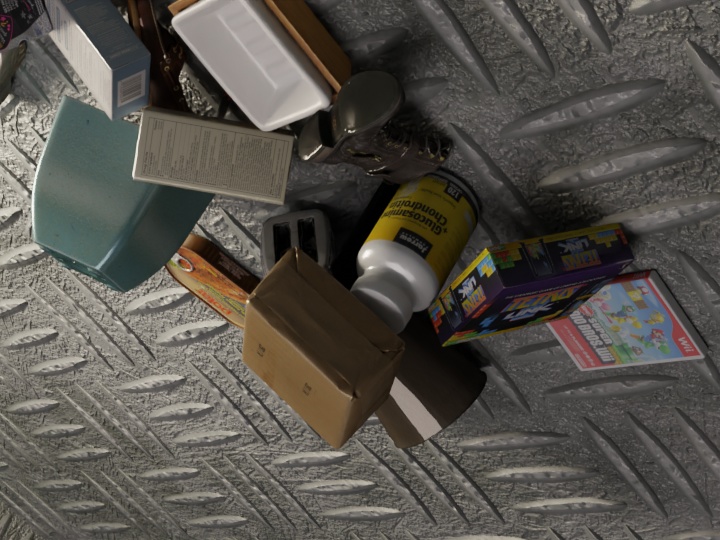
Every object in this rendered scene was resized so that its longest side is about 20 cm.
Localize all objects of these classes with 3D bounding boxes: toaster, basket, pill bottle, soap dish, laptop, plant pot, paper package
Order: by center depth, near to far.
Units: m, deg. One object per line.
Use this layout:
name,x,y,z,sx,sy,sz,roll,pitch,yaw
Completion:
soap dish,-0.115,-0.272,1.579,0.156,0.082,0.200,-14,124,48
paper package,-0.050,0.098,1.623,0.190,0.103,0.201,42,158,13
pill bottle,0.062,-0.022,1.638,0.111,0.201,0.113,21,145,16
laptop,0.000,0.000,1.739,0.102,0.178,0.201,5,139,34
toaster,-0.079,0.011,1.816,0.112,0.202,0.130,-10,132,3
plant pot,-0.348,-0.089,1.846,0.194,0.202,0.196,23,169,15
basket,0.052,0.131,1.904,0.179,0.136,0.200,-35,105,29

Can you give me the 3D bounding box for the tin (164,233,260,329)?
tin,-0.223,0.018,2.078,0.199,0.042,0.112,39,142,-8

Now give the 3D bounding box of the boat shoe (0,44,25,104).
boat shoe,-0.545,-0.293,1.921,0.073,0.075,0.200,37,145,-7

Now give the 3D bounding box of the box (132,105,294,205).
box,-0.188,-0.150,1.705,0.197,0.097,0.078,11,-170,-5

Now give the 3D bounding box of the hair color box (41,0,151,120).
hair color box,-0.342,-0.300,1.681,0.201,0.060,0.099,51,152,21

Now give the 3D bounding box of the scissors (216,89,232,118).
scissors,-0.175,-0.242,1.733,0.073,0.014,0.199,39,147,-13

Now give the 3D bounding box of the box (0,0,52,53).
box,-0.512,-0.352,1.720,0.199,0.114,0.134,14,127,48

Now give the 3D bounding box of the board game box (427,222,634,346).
board game box,0.203,0.018,1.579,0.165,0.197,0.057,-49,58,55

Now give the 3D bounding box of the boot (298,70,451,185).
boot,0.039,-0.162,1.564,0.172,0.070,0.199,11,157,-34

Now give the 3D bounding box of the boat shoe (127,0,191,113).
boat shoe,-0.261,-0.275,1.718,0.069,0.071,0.202,-10,140,-8

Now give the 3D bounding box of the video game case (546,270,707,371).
video game case,0.327,0.068,1.695,0.198,0.018,0.143,-12,125,47
